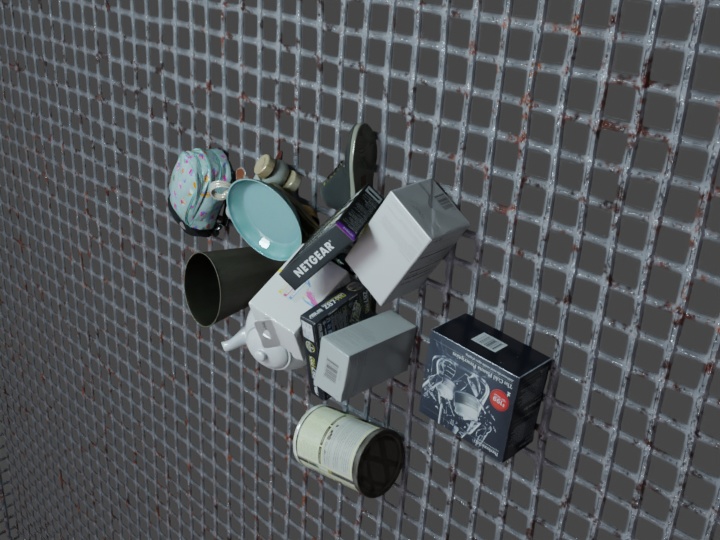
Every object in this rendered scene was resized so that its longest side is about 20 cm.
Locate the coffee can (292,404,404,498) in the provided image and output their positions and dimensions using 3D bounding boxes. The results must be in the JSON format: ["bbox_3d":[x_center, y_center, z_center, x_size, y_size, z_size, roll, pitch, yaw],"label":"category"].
[{"bbox_3d":[-0.027,0.384,1.809,0.199,0.146,0.147,13,114,43],"label":"coffee can"}]

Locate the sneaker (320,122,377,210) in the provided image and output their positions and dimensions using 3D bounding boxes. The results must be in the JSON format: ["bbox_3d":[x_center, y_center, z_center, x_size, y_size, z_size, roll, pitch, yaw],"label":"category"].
[{"bbox_3d":[-0.031,-0.198,1.650,0.106,0.075,0.201,22,121,36],"label":"sneaker"}]

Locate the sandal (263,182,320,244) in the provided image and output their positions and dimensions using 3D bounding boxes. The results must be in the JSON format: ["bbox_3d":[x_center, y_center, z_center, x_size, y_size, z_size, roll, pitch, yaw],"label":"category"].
[{"bbox_3d":[-0.126,-0.113,1.784,0.200,0.054,0.080,50,138,-8],"label":"sandal"}]

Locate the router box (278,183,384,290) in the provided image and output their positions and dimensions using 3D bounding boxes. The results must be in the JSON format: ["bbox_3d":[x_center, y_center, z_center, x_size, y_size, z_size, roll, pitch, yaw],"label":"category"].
[{"bbox_3d":[-0.056,-0.062,1.595,0.051,0.149,0.200,44,133,-8],"label":"router box"}]

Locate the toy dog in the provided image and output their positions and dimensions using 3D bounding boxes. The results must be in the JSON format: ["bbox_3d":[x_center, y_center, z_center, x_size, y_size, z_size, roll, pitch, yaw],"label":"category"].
[{"bbox_3d":[-0.220,-0.195,1.831,0.199,0.097,0.132,-16,135,20],"label":"toy dog"}]

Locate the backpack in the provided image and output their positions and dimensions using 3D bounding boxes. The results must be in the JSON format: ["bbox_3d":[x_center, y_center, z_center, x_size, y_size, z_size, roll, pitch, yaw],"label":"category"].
[{"bbox_3d":[-0.376,-0.192,1.976,0.167,0.126,0.200,52,132,23],"label":"backpack"}]

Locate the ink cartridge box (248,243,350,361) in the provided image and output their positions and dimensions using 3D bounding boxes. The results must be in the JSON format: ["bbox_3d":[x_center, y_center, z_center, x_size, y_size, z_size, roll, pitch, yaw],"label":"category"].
[{"bbox_3d":[-0.125,0.075,1.723,0.125,0.200,0.129,31,157,23],"label":"ink cartridge box"}]

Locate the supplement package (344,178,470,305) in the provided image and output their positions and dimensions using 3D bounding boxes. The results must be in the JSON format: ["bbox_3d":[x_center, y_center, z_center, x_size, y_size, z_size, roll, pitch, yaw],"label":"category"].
[{"bbox_3d":[0.084,-0.052,1.553,0.121,0.120,0.200,52,135,16],"label":"supplement package"}]

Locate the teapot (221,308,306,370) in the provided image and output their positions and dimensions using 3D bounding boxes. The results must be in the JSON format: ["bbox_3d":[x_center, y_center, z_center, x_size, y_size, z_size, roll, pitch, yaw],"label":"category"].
[{"bbox_3d":[-0.178,0.148,1.850,0.197,0.146,0.200,39,134,4],"label":"teapot"}]

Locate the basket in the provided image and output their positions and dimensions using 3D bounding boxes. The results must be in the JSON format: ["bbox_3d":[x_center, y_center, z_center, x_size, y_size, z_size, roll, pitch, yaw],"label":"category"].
[{"bbox_3d":[-0.276,0.020,1.894,0.136,0.200,0.181,36,127,33],"label":"basket"}]

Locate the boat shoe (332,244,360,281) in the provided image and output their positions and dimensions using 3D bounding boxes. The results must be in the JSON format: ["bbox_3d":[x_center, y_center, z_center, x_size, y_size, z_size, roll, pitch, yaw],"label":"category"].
[{"bbox_3d":[0.000,0.000,1.702,0.200,0.062,0.073,34,126,33],"label":"boat shoe"}]

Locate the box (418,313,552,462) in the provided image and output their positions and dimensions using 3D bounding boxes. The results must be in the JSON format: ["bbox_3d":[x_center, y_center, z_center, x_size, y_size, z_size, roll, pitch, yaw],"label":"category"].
[{"bbox_3d":[0.221,0.209,1.519,0.200,0.104,0.183,27,124,37],"label":"box"}]

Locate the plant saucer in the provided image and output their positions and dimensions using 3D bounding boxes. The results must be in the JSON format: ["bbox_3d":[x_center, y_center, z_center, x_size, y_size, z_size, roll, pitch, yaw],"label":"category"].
[{"bbox_3d":[-0.194,-0.113,1.769,0.199,0.036,0.201,24,138,24],"label":"plant saucer"}]

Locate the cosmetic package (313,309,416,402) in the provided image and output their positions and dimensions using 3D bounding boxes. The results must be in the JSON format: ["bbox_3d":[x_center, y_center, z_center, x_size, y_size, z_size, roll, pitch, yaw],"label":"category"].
[{"bbox_3d":[0.012,0.164,1.649,0.081,0.200,0.113,31,123,33],"label":"cosmetic package"}]

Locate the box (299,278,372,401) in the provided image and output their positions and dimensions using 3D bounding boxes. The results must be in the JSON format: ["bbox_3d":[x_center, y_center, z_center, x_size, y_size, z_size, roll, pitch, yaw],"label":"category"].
[{"bbox_3d":[-0.041,0.140,1.696,0.049,0.161,0.201,25,135,39],"label":"box"}]
